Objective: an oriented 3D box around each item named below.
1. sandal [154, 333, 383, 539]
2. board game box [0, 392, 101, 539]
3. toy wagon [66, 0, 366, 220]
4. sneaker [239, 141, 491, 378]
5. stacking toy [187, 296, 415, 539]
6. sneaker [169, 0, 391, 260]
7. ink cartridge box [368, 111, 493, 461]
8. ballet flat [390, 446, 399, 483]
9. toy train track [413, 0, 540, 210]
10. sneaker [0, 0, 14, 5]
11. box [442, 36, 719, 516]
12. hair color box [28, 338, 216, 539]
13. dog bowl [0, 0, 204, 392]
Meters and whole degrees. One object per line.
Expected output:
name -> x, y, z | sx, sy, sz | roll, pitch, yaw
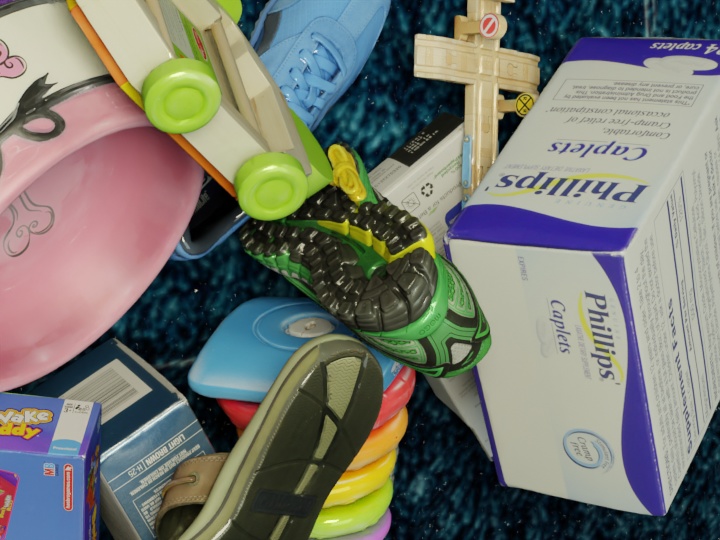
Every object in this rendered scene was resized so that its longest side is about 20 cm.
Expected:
sandal -> -0.061, 0.112, 0.881 | 0.080, 0.057, 0.201 | 27, 100, -49
board game box -> -0.200, 0.151, 0.883 | 0.134, 0.045, 0.201 | 7, 122, -1
toy wagon -> -0.065, -0.087, 0.818 | 0.040, 0.155, 0.200 | -33, 134, 12
sneaker -> 0.000, 0.000, 0.911 | 0.078, 0.200, 0.085 | -41, 122, 1
stacking toy -> -0.021, 0.121, 0.977 | 0.116, 0.109, 0.201 | -49, 140, -61
sneaker -> -0.041, -0.084, 0.931 | 0.200, 0.078, 0.066 | -50, 122, -7
ink cartridge box -> 0.064, 0.012, 1.052 | 0.095, 0.037, 0.200 | -39, 120, -13
ballet flat -> 0.000, 0.124, 1.043 | 0.066, 0.057, 0.201 | -4, 110, -30
toy train track -> 0.077, -0.073, 0.991 | 0.115, 0.032, 0.201 | 1, 91, -49
sneaker -> -0.182, -0.097, 0.839 | 0.200, 0.083, 0.081 | -24, 119, -22
box -> 0.144, -0.002, 0.986 | 0.200, 0.105, 0.184 | -54, 140, -42
hair color box -> -0.098, 0.143, 0.968 | 0.060, 0.100, 0.200 | -34, 122, -16
dog bowl -> -0.157, -0.026, 0.826 | 0.200, 0.074, 0.200 | -42, 158, -21
